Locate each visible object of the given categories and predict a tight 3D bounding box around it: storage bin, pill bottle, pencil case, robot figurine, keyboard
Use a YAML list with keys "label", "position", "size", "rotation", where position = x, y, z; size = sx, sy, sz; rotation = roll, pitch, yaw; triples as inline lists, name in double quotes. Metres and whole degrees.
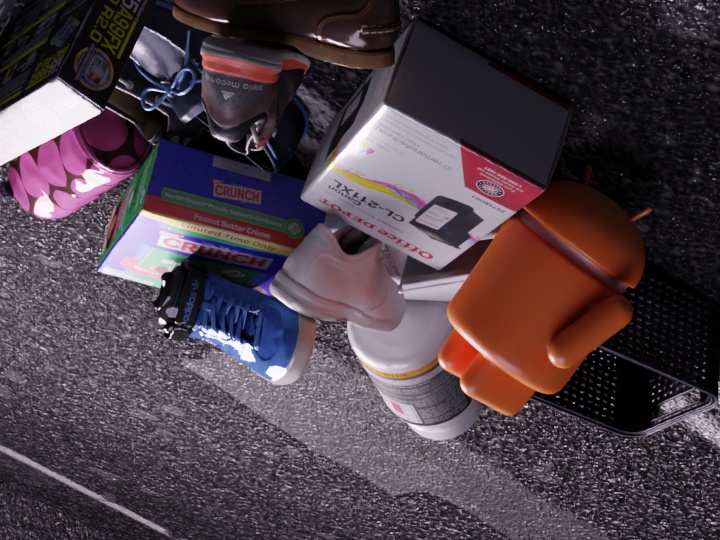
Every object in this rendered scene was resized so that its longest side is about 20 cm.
- label: "storage bin"
  position: [0.217, 0.064, 1.207]
  size: [0.198, 0.095, 0.135]
  rotation: [23, 149, -20]
- label: "pill bottle"
  position: [0.065, 0.095, 1.394]
  size: [0.115, 0.118, 0.201]
  rotation: [9, 152, 23]
- label: "pencil case"
  position: [-0.280, -0.113, 1.293]
  size: [0.199, 0.090, 0.095]
  rotation: [-19, 99, 52]
- label: "robot figurine"
  position: [0.148, 0.016, 1.046]
  size: [0.116, 0.201, 0.144]
  rotation: [35, -172, 2]
- label: "keyboard"
  position: [0.128, -0.013, 1.144]
  size: [0.197, 0.057, 0.011]
  rotation: [-9, 120, 21]

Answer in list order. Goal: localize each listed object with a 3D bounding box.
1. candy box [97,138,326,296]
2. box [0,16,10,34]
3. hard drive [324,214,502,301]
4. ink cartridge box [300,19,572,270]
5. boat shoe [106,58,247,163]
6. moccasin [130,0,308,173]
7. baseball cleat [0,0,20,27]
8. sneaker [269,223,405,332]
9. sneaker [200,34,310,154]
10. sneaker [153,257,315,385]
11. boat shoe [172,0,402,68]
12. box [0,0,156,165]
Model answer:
- label: "candy box"
  position: [-0.142, -0.037, 1.249]
  size: [0.167, 0.078, 0.200]
  rotation: [16, 157, -18]
- label: "box"
  position: [-0.411, -0.246, 1.096]
  size: [0.146, 0.108, 0.201]
  rotation: [11, 154, 18]
- label: "hard drive"
  position: [0.071, -0.011, 1.253]
  size: [0.197, 0.027, 0.132]
  rotation: [2, 150, 20]
- label: "ink cartridge box"
  position: [0.055, -0.092, 1.068]
  size: [0.144, 0.084, 0.200]
  rotation: [26, 154, -11]
- label: "boat shoe"
  position: [-0.177, -0.142, 1.176]
  size: [0.073, 0.061, 0.200]
  rotation: [-6, 144, 41]
- label: "moccasin"
  position: [-0.129, -0.154, 1.105]
  size: [0.199, 0.069, 0.080]
  rotation: [31, 153, -19]
- label: "baseball cleat"
  position: [-0.283, -0.213, 1.038]
  size: [0.105, 0.070, 0.201]
  rotation: [-12, 147, -29]
- label: "sneaker"
  position: [0.000, 0.000, 1.188]
  size: [0.075, 0.089, 0.199]
  rotation: [31, -171, 24]
- label: "sneaker"
  position: [-0.090, -0.133, 1.014]
  size: [0.076, 0.083, 0.200]
  rotation: [13, -170, 6]
- label: "sneaker"
  position: [-0.122, 0.043, 1.176]
  size: [0.110, 0.078, 0.200]
  rotation: [17, -175, -28]
- label: "boat shoe"
  position: [-0.055, -0.201, 0.965]
  size: [0.198, 0.070, 0.071]
  rotation: [16, 119, 28]
- label: "box"
  position: [-0.231, -0.176, 1.032]
  size: [0.044, 0.162, 0.199]
  rotation: [34, 151, -29]
